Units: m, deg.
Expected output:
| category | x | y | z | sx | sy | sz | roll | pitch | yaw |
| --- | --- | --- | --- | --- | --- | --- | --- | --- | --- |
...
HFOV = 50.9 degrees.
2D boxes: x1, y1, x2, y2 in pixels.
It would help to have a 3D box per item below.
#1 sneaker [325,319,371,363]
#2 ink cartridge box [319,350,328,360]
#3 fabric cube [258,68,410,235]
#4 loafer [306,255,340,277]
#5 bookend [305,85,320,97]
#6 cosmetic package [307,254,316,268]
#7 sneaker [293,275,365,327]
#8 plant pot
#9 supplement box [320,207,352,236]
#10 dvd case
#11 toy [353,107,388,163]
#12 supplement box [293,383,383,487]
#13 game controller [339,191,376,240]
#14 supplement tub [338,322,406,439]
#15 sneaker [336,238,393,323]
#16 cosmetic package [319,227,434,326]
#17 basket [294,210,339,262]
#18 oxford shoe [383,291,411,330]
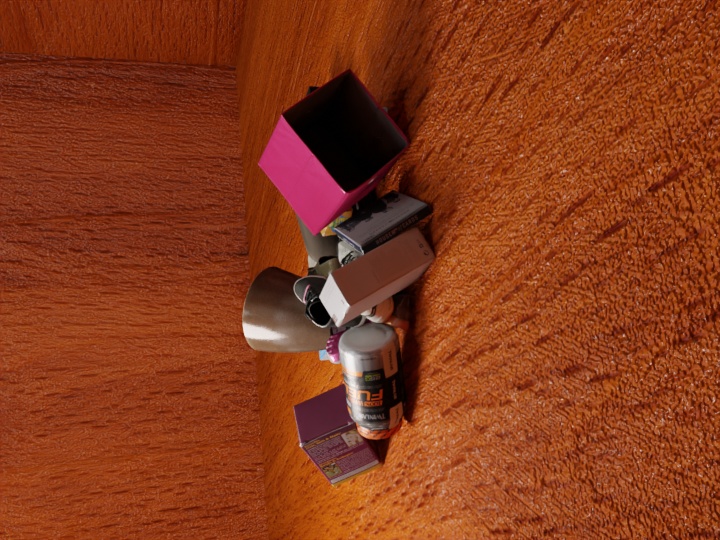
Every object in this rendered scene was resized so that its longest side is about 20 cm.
| category | x | y | z | sx | sy | sz | roll | pitch | yaw |
| --- | --- | --- | --- | --- | --- | --- | --- | --- | --- |
| sneaker | -0.001 | 0.162 | 1.595 | 0.080 | 0.199 | 0.091 | -13 | 98 | 32 |
| ink cartridge box | -0.045 | 0.100 | 1.775 | 0.068 | 0.112 | 0.206 | 128 | 138 | -63 |
| fabric cube | -0.056 | -0.230 | 1.506 | 0.201 | 0.195 | 0.199 | 49 | 150 | 2 |
| loafer | -0.070 | 0.000 | 1.704 | 0.199 | 0.074 | 0.070 | -174 | 83 | -65 |
| bookend | -0.081 | -0.397 | 1.915 | 0.200 | 0.089 | 0.205 | 120 | 147 | -58 |
| cosmetic package | -0.075 | 0.024 | 1.924 | 0.104 | 0.085 | 0.204 | 114 | 151 | -54 |
| sneaker | -0.087 | 0.057 | 1.500 | 0.198 | 0.098 | 0.073 | 25 | 104 | 40 |
| plant pot | -0.126 | 0.103 | 1.659 | 0.195 | 0.186 | 0.193 | 11 | 106 | 28 |
| supplement box | -0.079 | -0.166 | 1.671 | 0.202 | 0.067 | 0.068 | -113 | 28 | -42 |
| dvd case | 0.037 | -0.094 | 1.439 | 0.025 | 0.148 | 0.200 | 60 | 173 | -20 |
| toy | -0.023 | -0.296 | 1.660 | 0.047 | 0.195 | 0.119 | -14 | -72 | -64 |
| supplement box | -0.047 | 0.359 | 1.634 | 0.202 | 0.128 | 0.105 | 64 | -174 | -45 |
| game controller | -0.012 | -0.142 | 1.691 | 0.103 | 0.042 | 0.204 | -27 | 54 | 23 |
| supplement tub | 0.027 | 0.218 | 1.487 | 0.123 | 0.119 | 0.205 | -130 | 29 | -65 |
| sneaker | -0.004 | 0.006 | 1.458 | 0.076 | 0.087 | 0.202 | -44 | 55 | 22 |
| cosmetic package | 0.029 | 0.011 | 1.357 | 0.075 | 0.197 | 0.102 | 56 | 153 | 14 |
| basket | -0.080 | -0.117 | 1.826 | 0.202 | 0.175 | 0.139 | 97 | 167 | -56 |
| oxford shoe | 0.057 | 0.065 | 1.533 | 0.199 | 0.070 | 0.075 | 22 | 95 | 66 |
